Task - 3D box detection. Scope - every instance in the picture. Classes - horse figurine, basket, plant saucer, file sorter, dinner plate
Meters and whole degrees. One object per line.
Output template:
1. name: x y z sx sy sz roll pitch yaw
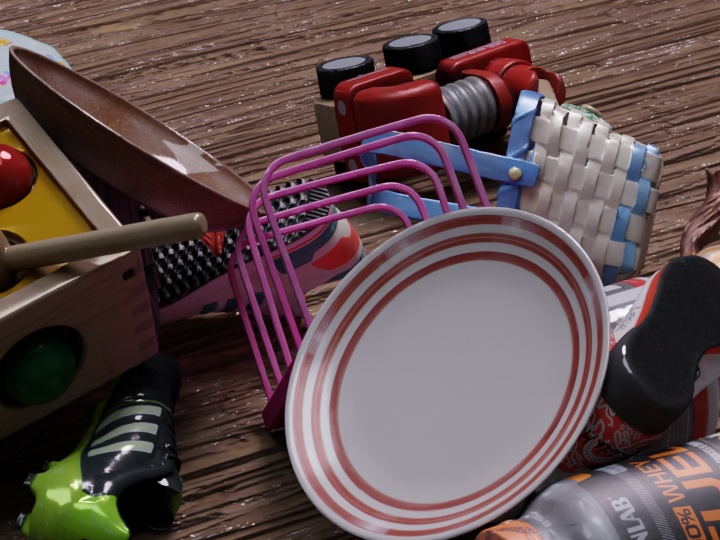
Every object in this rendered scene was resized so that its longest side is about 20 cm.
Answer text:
1. horse figurine: 0.279 0.005 1.667 0.132 0.050 0.200 -34 42 -18
2. basket: 0.099 -0.048 1.682 0.199 0.140 0.176 8 -9 3
3. plant saucer: -0.149 -0.077 1.605 0.200 0.037 0.200 32 7 -4
4. file sorter: 0.000 0.000 1.524 0.138 0.126 0.200 -17 -12 -14
5. dinner plate: 0.048 0.058 1.346 0.199 0.024 0.201 -18 55 26

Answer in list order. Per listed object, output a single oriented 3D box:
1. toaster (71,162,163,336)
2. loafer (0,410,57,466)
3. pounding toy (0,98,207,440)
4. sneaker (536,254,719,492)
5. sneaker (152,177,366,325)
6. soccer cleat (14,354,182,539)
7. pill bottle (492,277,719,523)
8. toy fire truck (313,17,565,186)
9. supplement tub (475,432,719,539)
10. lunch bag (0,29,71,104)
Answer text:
1. toaster: -0.228 -0.001 1.675 0.199 0.114 0.130 -12 42 9
2. loafer: -0.259 0.099 1.548 0.073 0.071 0.200 5 27 20
3. pounding toy: -0.210 0.000 1.487 0.183 0.143 0.200 -29 53 -19
4. sneaker: 0.149 0.062 1.389 0.067 0.108 0.201 47 29 2
5. sneaker: -0.086 0.012 1.725 0.199 0.093 0.071 -24 43 22
6. soccer cleat: -0.138 0.117 1.512 0.081 0.068 0.200 19 30 9
7. pill bottle: 0.101 0.082 1.467 0.199 0.117 0.116 -15 26 -21
8. toy fire truck: 0.086 -0.107 1.906 0.175 0.129 0.200 -20 19 -29
9. supplement tub: 0.165 0.154 1.291 0.199 0.123 0.123 -15 26 -20
10. lunch bag: -0.306 -0.110 1.957 0.199 0.123 0.170 -17 26 -12
